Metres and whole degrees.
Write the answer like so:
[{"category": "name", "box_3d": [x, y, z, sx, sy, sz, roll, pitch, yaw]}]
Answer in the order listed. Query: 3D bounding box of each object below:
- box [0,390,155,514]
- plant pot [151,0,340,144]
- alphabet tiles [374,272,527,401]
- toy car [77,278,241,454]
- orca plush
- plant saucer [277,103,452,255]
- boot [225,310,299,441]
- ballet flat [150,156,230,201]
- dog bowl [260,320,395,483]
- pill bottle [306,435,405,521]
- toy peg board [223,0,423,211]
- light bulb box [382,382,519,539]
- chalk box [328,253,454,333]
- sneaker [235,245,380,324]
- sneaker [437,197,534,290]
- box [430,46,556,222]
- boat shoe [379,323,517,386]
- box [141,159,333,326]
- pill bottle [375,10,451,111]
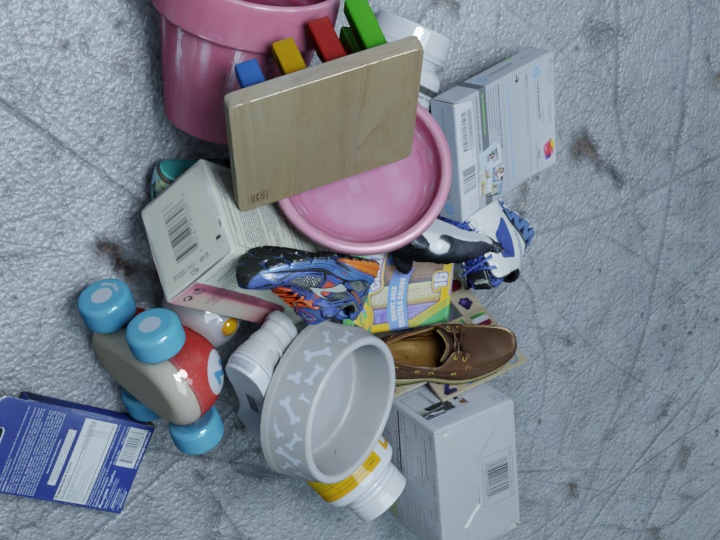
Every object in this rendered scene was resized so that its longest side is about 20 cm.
[{"category": "box", "box_3d": [-0.353, 0.213, 1.519, 0.200, 0.032, 0.121, 18, 98, -36]}, {"category": "plant pot", "box_3d": [-0.133, -0.242, 1.387, 0.200, 0.200, 0.179, -4, 126, -30]}, {"category": "alphabet tiles", "box_3d": [0.087, 0.095, 1.661, 0.200, 0.167, 0.008, -22, 146, -23]}, {"category": "toy car", "box_3d": [-0.188, 0.068, 1.490, 0.200, 0.177, 0.184, -41, 136, -26]}, {"category": "orca plush", "box_3d": [0.066, -0.032, 1.522, 0.200, 0.105, 0.071, 6, 124, -38]}, {"category": "plant saucer", "box_3d": [0.000, -0.108, 1.436, 0.200, 0.051, 0.201, 1, 73, -3]}, {"category": "boot", "box_3d": [-0.095, 0.128, 1.495, 0.096, 0.074, 0.200, -52, 158, -25]}, {"category": "ballet flat", "box_3d": [-0.153, -0.097, 1.507, 0.200, 0.074, 0.074, -1, 109, -29]}, {"category": "dog bowl", "box_3d": [-0.031, 0.153, 1.484, 0.200, 0.059, 0.200, -32, 130, -48]}, {"category": "pill bottle", "box_3d": [-0.037, 0.220, 1.627, 0.109, 0.109, 0.200, -45, 100, -9]}, {"category": "toy peg board", "box_3d": [-0.051, -0.177, 1.326, 0.199, 0.098, 0.200, -19, 155, -11]}, {"category": "light bulb box", "box_3d": [0.097, 0.233, 1.695, 0.125, 0.200, 0.198, -18, 118, -26]}, {"category": "chalk box", "box_3d": [0.000, 0.000, 1.592, 0.200, 0.124, 0.124, -6, 112, -30]}, {"category": "sneaker", "box_3d": [-0.052, 0.019, 1.367, 0.200, 0.075, 0.078, 5, 94, -48]}, {"category": "sneaker", "box_3d": [0.152, -0.041, 1.664, 0.199, 0.081, 0.115, 34, 52, -36]}, {"category": "box", "box_3d": [0.168, -0.170, 1.591, 0.200, 0.041, 0.156, -32, 128, -37]}, {"category": "boat shoe", "box_3d": [0.105, 0.101, 1.597, 0.200, 0.068, 0.072, -6, 71, -16]}, {"category": "box", "box_3d": [-0.127, -0.024, 1.450, 0.109, 0.128, 0.200, -37, 148, 27]}, {"category": "pill bottle", "box_3d": [0.024, -0.198, 1.534, 0.114, 0.114, 0.200, 19, 98, -35]}]
